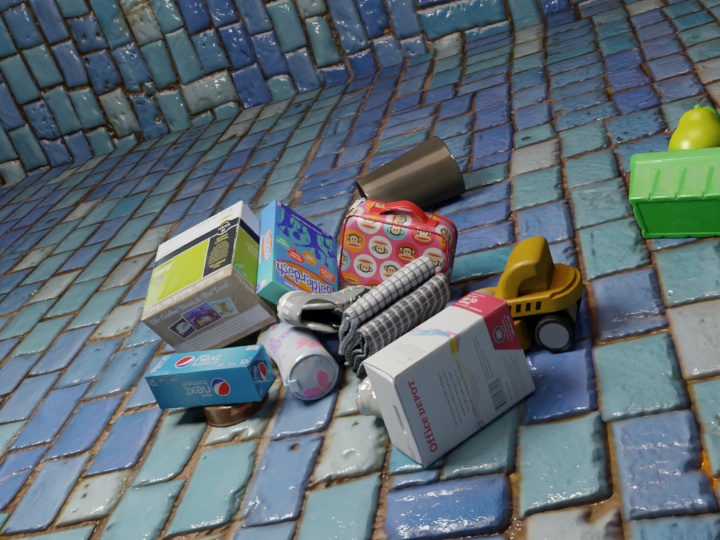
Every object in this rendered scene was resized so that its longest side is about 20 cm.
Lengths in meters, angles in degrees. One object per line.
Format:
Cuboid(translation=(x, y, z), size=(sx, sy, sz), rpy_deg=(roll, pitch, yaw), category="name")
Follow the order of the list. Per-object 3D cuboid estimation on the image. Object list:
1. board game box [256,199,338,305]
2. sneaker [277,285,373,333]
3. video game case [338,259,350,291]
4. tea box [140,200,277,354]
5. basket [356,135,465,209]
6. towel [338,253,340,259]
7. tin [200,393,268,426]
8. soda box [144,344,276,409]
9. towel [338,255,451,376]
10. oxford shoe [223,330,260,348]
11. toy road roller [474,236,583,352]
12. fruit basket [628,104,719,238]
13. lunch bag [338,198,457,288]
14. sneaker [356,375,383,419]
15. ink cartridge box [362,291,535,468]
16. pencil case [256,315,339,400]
Cuboid(translation=(-0.107, -0.010, 1.627), size=(0.045, 0.152, 0.201), rpy_deg=(-36, 38, 31), category="board game box")
Cuboid(translation=(-0.026, 0.073, 1.515), size=(0.199, 0.076, 0.115), rpy_deg=(-4, 11, -24), category="sneaker")
Cuboid(translation=(0.000, 0.000, 1.746), size=(0.199, 0.018, 0.143), rpy_deg=(-25, 26, -28), category="video game case")
Cuboid(translation=(-0.254, 0.020, 1.632), size=(0.199, 0.134, 0.197), rpy_deg=(-25, 37, 23), category="tea box")
Cuboid(translation=(0.103, -0.185, 2.015), size=(0.199, 0.137, 0.180), rpy_deg=(-27, 20, -5), category="basket")
Cuboid(translation=(0.030, -0.023, 1.850), size=(0.199, 0.024, 0.153), rpy_deg=(-2, 29, 38), category="towel")
Cuboid(translation=(-0.221, 0.194, 1.564), size=(0.111, 0.042, 0.200), rpy_deg=(-22, 22, -14), category="tin")
Cuboid(translation=(-0.241, 0.172, 1.496), size=(0.199, 0.068, 0.064), rpy_deg=(-8, 26, 26), category="soda box")
Cuboid(translation=(0.048, 0.078, 1.436), size=(0.165, 0.086, 0.200), rpy_deg=(-36, -14, -18), category="towel")
Cuboid(translation=(-0.236, 0.113, 1.703), size=(0.199, 0.075, 0.071), rpy_deg=(-16, 23, 12), category="oxford shoe")
Cuboid(translation=(0.232, 0.035, 1.393), size=(0.199, 0.147, 0.123), rpy_deg=(-9, 25, 25), category="toy road roller")
Cuboid(translation=(0.555, -0.162, 1.542), size=(0.214, 0.156, 0.216), rpy_deg=(-22, 35, 16), category="fruit basket")
Cuboid(translation=(0.064, -0.042, 1.608), size=(0.199, 0.177, 0.082), rpy_deg=(15, 35, 13), category="lunch bag")
Cuboid(translation=(0.088, 0.157, 1.361), size=(0.092, 0.076, 0.200), rpy_deg=(19, 47, 37), category="sneaker")
Cuboid(translation=(0.121, 0.141, 1.251), size=(0.199, 0.148, 0.085), rpy_deg=(-29, 24, -21), category="ink cartridge box")
Cuboid(translation=(-0.106, 0.138, 1.528), size=(0.090, 0.084, 0.200), rpy_deg=(-9, 20, -19), category="pencil case")
